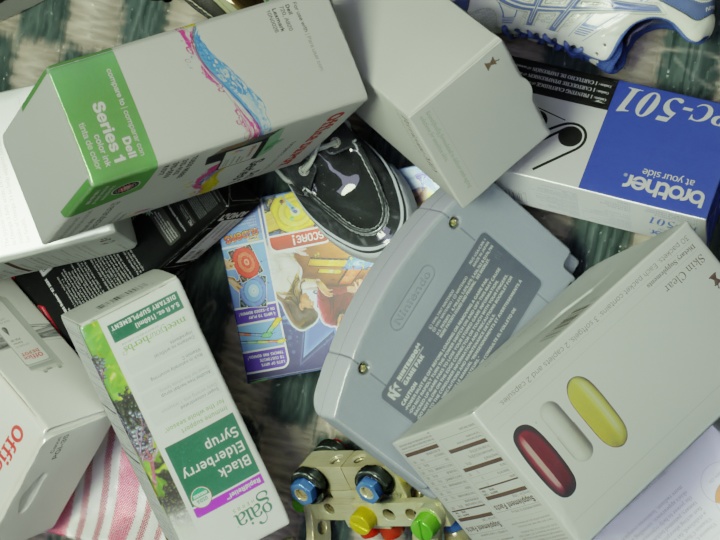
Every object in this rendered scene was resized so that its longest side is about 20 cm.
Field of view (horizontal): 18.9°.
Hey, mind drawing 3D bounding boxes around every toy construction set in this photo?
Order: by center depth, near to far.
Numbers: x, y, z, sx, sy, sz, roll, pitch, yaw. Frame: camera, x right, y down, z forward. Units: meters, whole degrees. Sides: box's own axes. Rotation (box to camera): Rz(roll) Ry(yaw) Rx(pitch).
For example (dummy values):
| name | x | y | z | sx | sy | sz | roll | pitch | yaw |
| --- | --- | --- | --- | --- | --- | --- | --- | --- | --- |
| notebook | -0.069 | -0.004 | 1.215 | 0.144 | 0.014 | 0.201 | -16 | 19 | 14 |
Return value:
| name | x | y | z | sx | sy | sz | roll | pitch | yaw |
| --- | --- | --- | --- | --- | --- | --- | --- | --- | --- |
| toy construction set | 0.016 | 0.190 | 1.562 | 0.200 | 0.092 | 0.131 | -13 | 115 | 27 |

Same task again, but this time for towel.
| name | x | y | z | sx | sy | sz | roll | pitch | yaw |
| --- | --- | --- | --- | --- | --- | --- | --- | --- | --- |
| towel | -0.209 | 0.138 | 1.659 | 0.200 | 0.030 | 0.146 | 7 | 96 | 19 |

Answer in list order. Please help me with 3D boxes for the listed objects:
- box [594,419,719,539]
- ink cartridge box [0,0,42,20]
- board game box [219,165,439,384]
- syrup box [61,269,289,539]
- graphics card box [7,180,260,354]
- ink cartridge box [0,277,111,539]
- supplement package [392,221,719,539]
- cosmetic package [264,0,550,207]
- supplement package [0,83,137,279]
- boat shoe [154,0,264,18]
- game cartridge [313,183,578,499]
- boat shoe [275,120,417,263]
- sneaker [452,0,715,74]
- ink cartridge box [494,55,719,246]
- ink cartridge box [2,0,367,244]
| name | x | y | z | sx | sy | sz | roll | pitch | yaw |
| --- | --- | --- | --- | --- | --- | --- | --- | --- | --- |
| box | 0.265 | 0.202 | 1.466 | 0.124 | 0.097 | 0.200 | -45 | 79 | 17 |
| ink cartridge box | -0.318 | -0.259 | 1.573 | 0.086 | 0.200 | 0.148 | -19 | 88 | 19 |
| board game box | 0.000 | 0.000 | 1.572 | 0.200 | 0.034 | 0.135 | -10 | 91 | 20 |
| syrup box | -0.132 | 0.106 | 1.538 | 0.079 | 0.081 | 0.200 | -27 | 102 | -14 |
| graphics card box | -0.181 | -0.041 | 1.604 | 0.200 | 0.051 | 0.126 | -41 | 75 | 28 |
| ink cartridge box | -0.290 | 0.092 | 1.618 | 0.200 | 0.083 | 0.147 | 47 | 125 | 21 |
| supplement package | 0.149 | 0.083 | 1.411 | 0.200 | 0.156 | 0.111 | -41 | 93 | -21 |
| cosmetic package | 0.027 | -0.145 | 1.461 | 0.085 | 0.108 | 0.200 | -40 | 47 | -5 |
| supplement package | -0.271 | -0.052 | 1.513 | 0.200 | 0.117 | 0.117 | -13 | 86 | 1 |
| boat shoe | -0.142 | -0.229 | 1.587 | 0.200 | 0.073 | 0.065 | 46 | 117 | 23 |
| game cartridge | 0.056 | 0.039 | 1.475 | 0.133 | 0.042 | 0.200 | 39 | 77 | -26 |
| boat shoe | -0.033 | -0.088 | 1.530 | 0.072 | 0.068 | 0.200 | -39 | 64 | 9 |
| sneaker | 0.145 | -0.175 | 1.485 | 0.200 | 0.075 | 0.088 | -11 | 88 | 20 |
| ink cartridge box | 0.155 | -0.086 | 1.485 | 0.200 | 0.044 | 0.094 | 15 | 64 | 17 |
| ink cartridge box | -0.115 | -0.100 | 1.402 | 0.200 | 0.145 | 0.084 | -20 | 83 | -24 |
